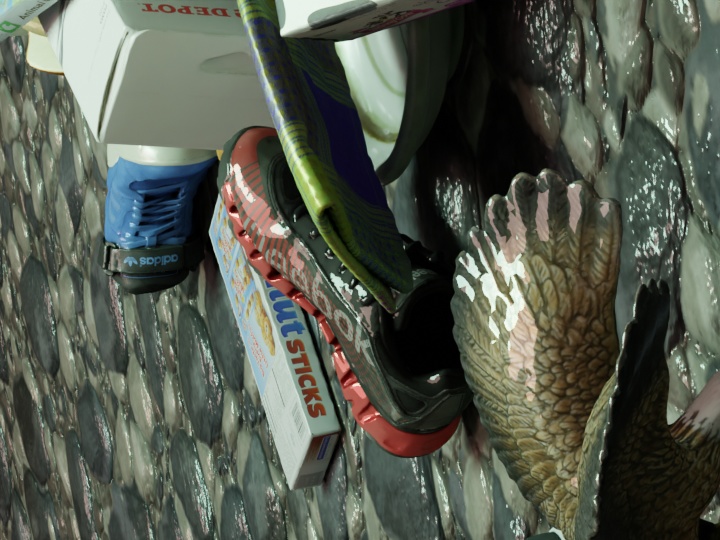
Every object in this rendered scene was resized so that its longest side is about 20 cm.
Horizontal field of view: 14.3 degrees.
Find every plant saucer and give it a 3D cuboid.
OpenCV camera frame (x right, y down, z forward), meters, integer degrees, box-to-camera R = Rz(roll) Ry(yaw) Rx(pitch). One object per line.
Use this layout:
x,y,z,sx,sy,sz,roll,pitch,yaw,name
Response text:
0.013,-0.145,1.501,0.200,0.050,0.201,171,90,-72,plant saucer

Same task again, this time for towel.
-0.024,-0.091,1.427,0.144,0.023,0.201,49,-158,-62,towel

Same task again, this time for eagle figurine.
0.108,0.074,1.163,0.151,0.200,0.151,-12,42,41,eagle figurine

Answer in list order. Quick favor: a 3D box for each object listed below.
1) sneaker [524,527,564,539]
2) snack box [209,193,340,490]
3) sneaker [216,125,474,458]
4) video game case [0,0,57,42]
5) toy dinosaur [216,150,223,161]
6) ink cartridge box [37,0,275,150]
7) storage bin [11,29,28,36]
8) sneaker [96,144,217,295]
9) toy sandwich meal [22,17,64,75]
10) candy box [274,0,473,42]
0.067,0.190,1.432,0.201,0.084,0.075,104,153,-46,sneaker
-0.056,0.035,1.829,0.072,0.024,0.201,108,148,-55,snack box
0.000,0.000,1.520,0.201,0.071,0.098,56,148,5,sneaker
-0.183,-0.243,1.672,0.182,0.022,0.201,-28,54,46,video game case
-0.072,-0.077,1.772,0.200,0.060,0.107,-124,29,-53,toy dinosaur
-0.108,-0.157,1.688,0.200,0.146,0.083,62,141,46,ink cartridge box
-0.296,-0.280,2.138,0.094,0.197,0.201,120,138,-56,storage bin
-0.134,-0.039,1.942,0.200,0.076,0.112,-177,85,-76,sneaker
-0.163,-0.226,1.857,0.070,0.204,0.206,31,-139,-64,toy sandwich meal
0.013,-0.221,1.356,0.136,0.061,0.201,-14,83,37,candy box
